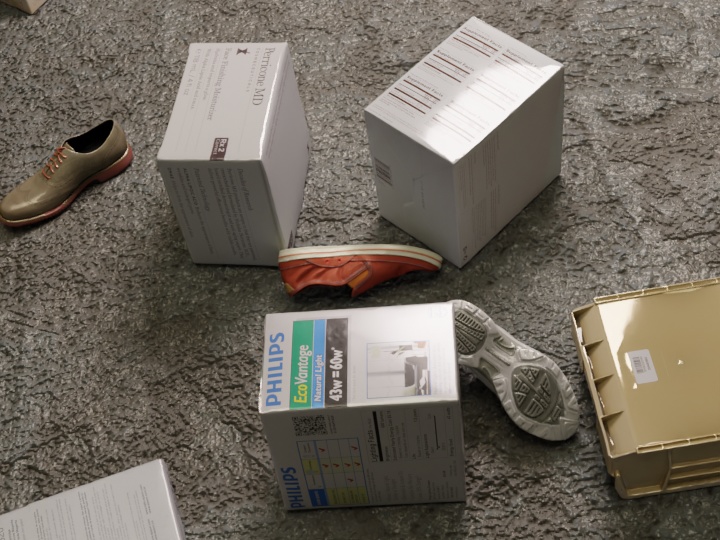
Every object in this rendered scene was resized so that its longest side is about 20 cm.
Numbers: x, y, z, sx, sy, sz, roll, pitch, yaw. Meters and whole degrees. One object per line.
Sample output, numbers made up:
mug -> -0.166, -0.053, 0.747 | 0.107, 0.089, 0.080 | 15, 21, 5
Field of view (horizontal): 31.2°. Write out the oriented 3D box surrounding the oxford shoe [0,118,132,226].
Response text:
oxford shoe -> -0.396, -0.134, 1.694 | 0.199, 0.075, 0.070 | -38, 57, -19

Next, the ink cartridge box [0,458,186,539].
ink cartridge box -> -0.277, 0.318, 1.351 | 0.198, 0.043, 0.198 | -19, 54, -4

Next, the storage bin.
storage bin -> 0.341, 0.123, 1.378 | 0.196, 0.094, 0.202 | -10, 52, 2

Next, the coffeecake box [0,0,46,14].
coffeecake box -> -0.496, -0.515, 1.922 | 0.073, 0.201, 0.154 | 24, 59, 24

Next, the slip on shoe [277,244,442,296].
slip on shoe -> 0.000, 0.000, 1.547 | 0.197, 0.074, 0.062 | -3, 86, -2

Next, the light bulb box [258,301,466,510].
light bulb box -> 0.007, 0.145, 1.342 | 0.197, 0.199, 0.126 | -3, 50, 4

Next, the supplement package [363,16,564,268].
supplement package -> 0.129, -0.156, 1.559 | 0.147, 0.192, 0.200 | 35, 63, 29

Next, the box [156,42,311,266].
box -> -0.148, -0.142, 1.584 | 0.129, 0.201, 0.201 | 1, 52, 10

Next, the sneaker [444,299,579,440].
sneaker -> 0.166, 0.106, 1.426 | 0.200, 0.099, 0.078 | 45, 95, 8
